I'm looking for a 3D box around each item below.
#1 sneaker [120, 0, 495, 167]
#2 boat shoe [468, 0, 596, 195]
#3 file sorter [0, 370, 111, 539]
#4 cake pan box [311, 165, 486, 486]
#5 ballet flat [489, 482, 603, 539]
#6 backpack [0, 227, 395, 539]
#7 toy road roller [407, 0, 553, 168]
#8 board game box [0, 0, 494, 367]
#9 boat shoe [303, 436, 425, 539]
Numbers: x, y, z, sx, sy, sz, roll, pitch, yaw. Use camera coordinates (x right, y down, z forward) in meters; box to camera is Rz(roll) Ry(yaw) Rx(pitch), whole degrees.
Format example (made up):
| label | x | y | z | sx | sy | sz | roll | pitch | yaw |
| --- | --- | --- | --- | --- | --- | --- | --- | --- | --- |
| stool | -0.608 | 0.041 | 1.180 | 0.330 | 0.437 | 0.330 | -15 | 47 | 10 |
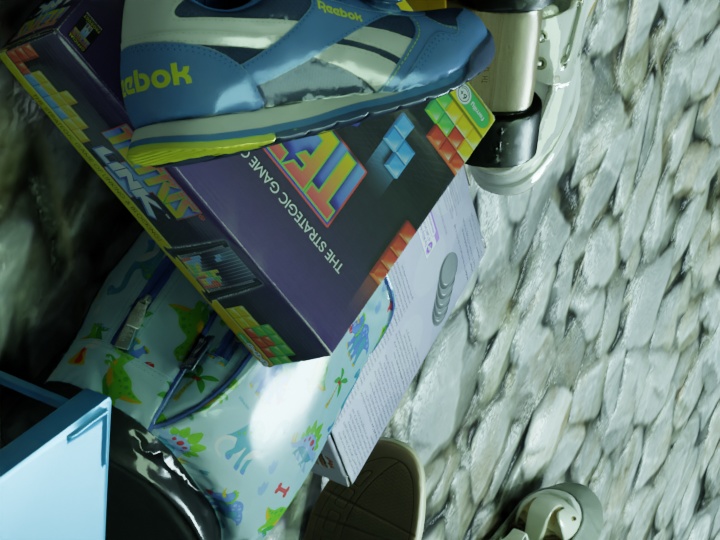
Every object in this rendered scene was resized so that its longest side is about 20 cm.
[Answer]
| label | x | y | z | sx | sy | sz | roll | pitch | yaw |
| --- | --- | --- | --- | --- | --- | --- | --- | --- | --- |
| sneaker | -0.021 | -0.101 | 1.092 | 0.199 | 0.074 | 0.083 | -15 | 91 | -40 |
| boat shoe | 0.102 | -0.148 | 1.536 | 0.069 | 0.070 | 0.202 | 39 | 64 | -64 |
| file sorter | -0.196 | 0.147 | 1.051 | 0.139 | 0.122 | 0.201 | -38 | 141 | -51 |
| cake pan box | 0.000 | 0.000 | 1.448 | 0.185 | 0.052 | 0.200 | -62 | 155 | -24 |
| ballet flat | 0.127 | 0.206 | 1.854 | 0.200 | 0.067 | 0.064 | -45 | 148 | -42 |
| backpack | -0.072 | 0.044 | 1.243 | 0.164 | 0.153 | 0.201 | 67 | 33 | -49 |
| toy road roller | 0.020 | -0.146 | 1.330 | 0.200 | 0.145 | 0.124 | -104 | -163 | -59 |
| board game box | -0.047 | -0.085 | 1.150 | 0.200 | 0.057 | 0.166 | 50 | 54 | -23 |
| boat shoe | 0.004 | 0.187 | 1.582 | 0.065 | 0.072 | 0.201 | -43 | 148 | -61 |
